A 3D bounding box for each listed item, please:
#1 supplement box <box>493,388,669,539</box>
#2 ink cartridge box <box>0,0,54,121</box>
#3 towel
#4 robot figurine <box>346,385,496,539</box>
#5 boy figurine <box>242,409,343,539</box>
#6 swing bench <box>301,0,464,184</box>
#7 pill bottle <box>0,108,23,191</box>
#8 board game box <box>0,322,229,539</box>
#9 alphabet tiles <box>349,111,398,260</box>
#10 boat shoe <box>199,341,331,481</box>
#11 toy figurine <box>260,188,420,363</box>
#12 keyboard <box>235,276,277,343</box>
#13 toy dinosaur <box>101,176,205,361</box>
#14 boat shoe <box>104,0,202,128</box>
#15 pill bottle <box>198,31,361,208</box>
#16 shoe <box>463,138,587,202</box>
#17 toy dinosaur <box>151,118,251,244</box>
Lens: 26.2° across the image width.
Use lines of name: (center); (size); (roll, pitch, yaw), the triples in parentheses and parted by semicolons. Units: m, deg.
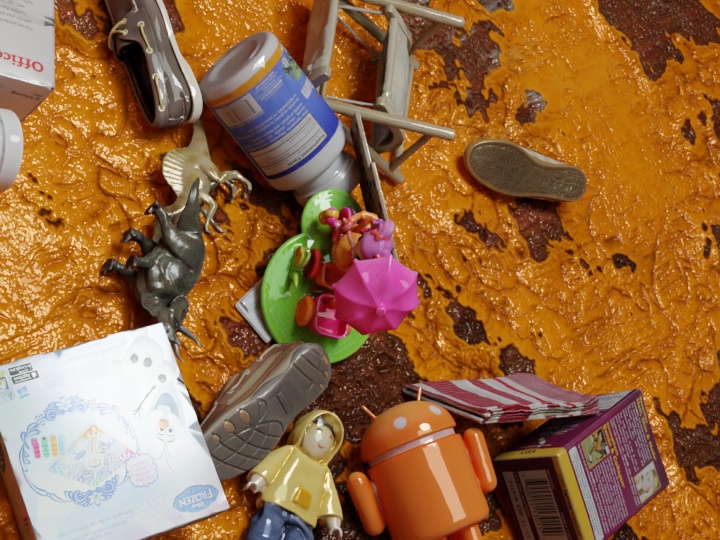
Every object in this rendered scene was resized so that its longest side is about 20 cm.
supplement box: (0.269, 0.242, 1.869); (0.199, 0.103, 0.132); (-26, 100, -45)
ink cartridge box: (-0.397, -0.272, 1.600); (0.145, 0.084, 0.202); (13, 59, -35)
towel: (0.168, 0.148, 1.834); (0.199, 0.143, 0.023); (0, 101, -41)
robot figurine: (0.068, 0.232, 1.710); (0.202, 0.143, 0.116); (69, 18, 10)
boy figurine: (-0.064, 0.237, 1.632); (0.124, 0.064, 0.201); (36, 52, -17)
swing bench: (0.010, -0.250, 1.915); (0.199, 0.130, 0.200); (24, 54, -23)
pill bottle: (-0.429, -0.124, 1.476); (0.199, 0.109, 0.110); (4, 65, -39)
board game box: (-0.250, 0.170, 1.498); (0.199, 0.043, 0.201); (-14, 76, -33)
alphabet tiles: (0.016, -0.077, 1.797); (0.007, 0.167, 0.202); (-13, 83, -5)
boat shoe: (-0.117, 0.147, 1.631); (0.200, 0.071, 0.076); (-39, 125, -29)
toy figurine: (0.000, 0.000, 1.679); (0.149, 0.184, 0.202); (16, 79, -26)
keyboard: (-0.073, 0.007, 1.786); (0.056, 0.011, 0.200); (54, 45, -12)
toy dinosaur: (-0.206, -0.006, 1.641); (0.102, 0.077, 0.201); (41, 46, -30)
boat shoe: (-0.245, -0.251, 1.732); (0.059, 0.072, 0.201); (-19, 79, -37)
pill bottle: (-0.086, -0.164, 1.781); (0.200, 0.111, 0.112); (51, 44, -25)
shoe: (0.213, -0.131, 2.083); (0.199, 0.053, 0.071); (15, 91, -30)
toy dinosaur: (-0.175, -0.108, 1.724); (0.101, 0.058, 0.201); (29, 51, -24)
